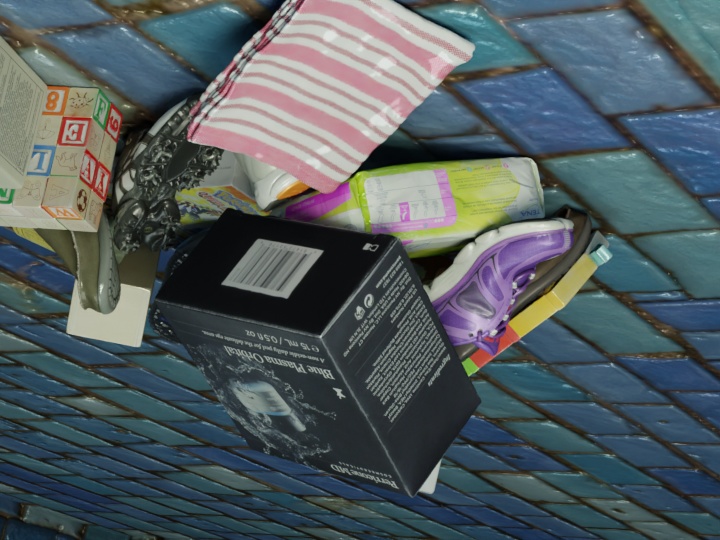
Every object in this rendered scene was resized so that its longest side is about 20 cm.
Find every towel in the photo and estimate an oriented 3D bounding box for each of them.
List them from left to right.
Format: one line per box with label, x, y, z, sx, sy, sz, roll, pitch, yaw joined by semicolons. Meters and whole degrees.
towel;-0.025;-0.137;1.267;0.146;0.030;0.200;20;138;-29

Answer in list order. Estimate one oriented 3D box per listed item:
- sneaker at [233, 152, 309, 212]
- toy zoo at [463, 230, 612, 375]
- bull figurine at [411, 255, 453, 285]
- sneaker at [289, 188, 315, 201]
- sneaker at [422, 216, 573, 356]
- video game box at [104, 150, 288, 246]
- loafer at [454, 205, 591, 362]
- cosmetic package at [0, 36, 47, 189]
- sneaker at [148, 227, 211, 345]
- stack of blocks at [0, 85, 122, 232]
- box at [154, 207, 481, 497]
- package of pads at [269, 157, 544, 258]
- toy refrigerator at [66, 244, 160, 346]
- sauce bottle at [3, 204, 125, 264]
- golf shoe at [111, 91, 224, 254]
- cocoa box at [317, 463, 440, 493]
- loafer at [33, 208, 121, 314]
sneaker;-0.076;-0.106;1.451;0.075;0.092;0.200;-29;-177;-4
toy zoo;0.165;0.031;1.584;0.020;0.131;0.200;47;129;-2
bull figurine;0.068;0.011;1.640;0.121;0.065;0.200;17;-171;-33
sneaker;0.000;0.000;1.571;0.080;0.201;0.088;-22;175;3
sneaker;0.113;0.024;1.430;0.200;0.084;0.080;-41;159;31
video game box;-0.136;-0.060;1.642;0.182;0.047;0.200;-4;158;33
loafer;0.130;0.003;1.521;0.071;0.200;0.073;49;164;-2
cosmetic package;-0.339;-0.152;1.371;0.073;0.104;0.200;4;161;17
sneaker;-0.158;-0.002;1.687;0.066;0.079;0.200;33;143;-3
stack of blocks;-0.325;-0.103;1.492;0.199;0.116;0.059;4;162;17
box;-0.034;0.067;1.395;0.196;0.118;0.200;10;142;41
package of pads;0.043;-0.050;1.451;0.199;0.069;0.154;-8;174;-33
toy refrigerator;-0.248;0.009;1.698;0.076;0.070;0.200;11;-161;-7
sauce bottle;-0.317;-0.060;1.641;0.199;0.065;0.065;25;170;27
golf shoe;-0.181;-0.105;1.488;0.077;0.095;0.200;5;141;-32
cocoa box;0.032;0.115;1.786;0.131;0.201;0.133;10;-167;-4
loafer;-0.267;-0.037;1.530;0.069;0.200;0.075;-13;140;-10
